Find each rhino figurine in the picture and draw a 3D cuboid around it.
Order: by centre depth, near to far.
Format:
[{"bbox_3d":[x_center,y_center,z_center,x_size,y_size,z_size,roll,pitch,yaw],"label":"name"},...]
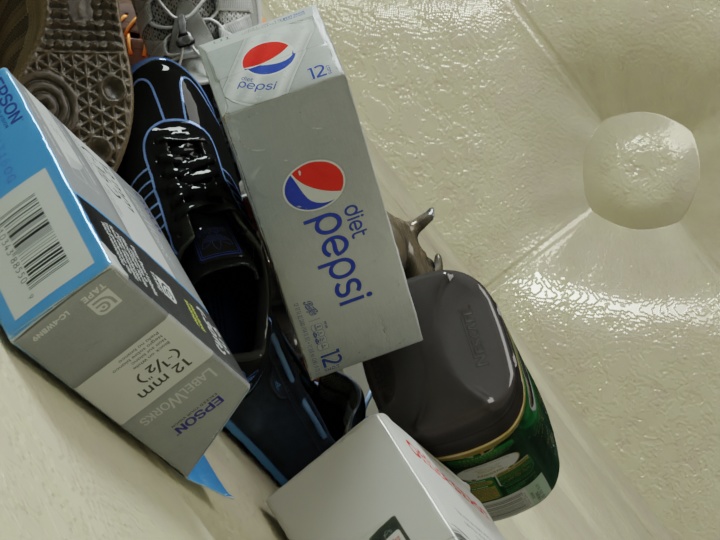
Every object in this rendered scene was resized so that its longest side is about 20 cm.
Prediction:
[{"bbox_3d":[0.000,0.000,1.713,0.200,0.060,0.088,-10,81,-57],"label":"rhino figurine"}]

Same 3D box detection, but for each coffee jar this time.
[{"bbox_3d":[0.058,0.074,1.652,0.200,0.085,0.105,60,12,-67],"label":"coffee jar"}]

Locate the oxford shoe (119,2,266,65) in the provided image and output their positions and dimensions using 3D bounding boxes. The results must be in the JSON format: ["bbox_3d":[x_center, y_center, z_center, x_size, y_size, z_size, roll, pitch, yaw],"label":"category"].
[{"bbox_3d":[-0.135,-0.131,1.746,0.073,0.072,0.200,26,-21,-37],"label":"oxford shoe"}]

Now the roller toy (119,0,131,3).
[{"bbox_3d":[-0.185,-0.263,1.867,0.200,0.182,0.140,49,8,-33],"label":"roller toy"}]

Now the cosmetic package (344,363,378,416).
[{"bbox_3d":[0.021,0.072,1.965,0.200,0.085,0.108,54,9,3],"label":"cosmetic package"}]

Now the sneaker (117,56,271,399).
[{"bbox_3d":[-0.084,-0.026,1.492,0.078,0.070,0.201,135,-56,-64],"label":"sneaker"}]

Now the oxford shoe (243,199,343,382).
[{"bbox_3d":[-0.029,0.001,1.770,0.071,0.074,0.201,19,-53,50],"label":"oxford shoe"}]

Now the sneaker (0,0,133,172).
[{"bbox_3d":[-0.164,-0.112,1.521,0.070,0.075,0.201,10,71,-24],"label":"sneaker"}]

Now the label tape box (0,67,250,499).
[{"bbox_3d":[-0.119,0.011,1.381,0.200,0.066,0.143,42,12,-51],"label":"label tape box"}]

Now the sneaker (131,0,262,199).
[{"bbox_3d":[-0.087,-0.130,1.617,0.082,0.074,0.201,-85,155,-71],"label":"sneaker"}]

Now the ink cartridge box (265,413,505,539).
[{"bbox_3d":[0.052,0.193,1.516,0.200,0.084,0.146,56,7,35],"label":"ink cartridge box"}]

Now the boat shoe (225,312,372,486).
[{"bbox_3d":[-0.022,0.091,1.617,0.200,0.069,0.084,45,10,-50],"label":"boat shoe"}]

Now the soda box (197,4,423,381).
[{"bbox_3d":[-0.024,-0.038,1.494,0.064,0.068,0.200,-112,-177,-46],"label":"soda box"}]
